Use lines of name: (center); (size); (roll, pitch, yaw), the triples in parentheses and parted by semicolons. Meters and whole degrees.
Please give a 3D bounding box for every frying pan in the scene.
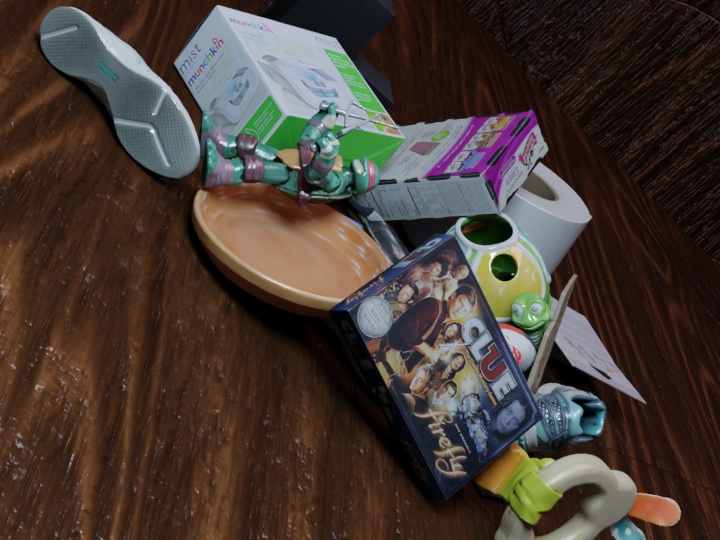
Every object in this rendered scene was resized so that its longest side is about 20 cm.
frying pan: (0.029, -0.036, 1.760); (0.115, 0.031, 0.190); (53, 7, -48)

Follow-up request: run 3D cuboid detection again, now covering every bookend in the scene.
bookend: (-0.017, -0.279, 1.913); (0.199, 0.200, 0.092); (40, 19, -21)

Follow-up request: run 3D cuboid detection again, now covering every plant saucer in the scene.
plant saucer: (-0.067, -0.017, 1.420); (0.200, 0.038, 0.200); (21, 26, -11)

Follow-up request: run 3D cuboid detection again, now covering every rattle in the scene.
rattle: (0.196, 0.210, 1.488); (0.200, 0.131, 0.143); (-4, 19, -36)

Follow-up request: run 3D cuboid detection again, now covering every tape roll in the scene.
tape roll: (0.171, -0.067, 1.936); (0.202, 0.139, 0.203); (29, 21, -12)

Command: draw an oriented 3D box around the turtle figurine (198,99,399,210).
turtle figurine: (-0.052, -0.109, 1.449); (0.199, 0.101, 0.150); (2, 13, -12)

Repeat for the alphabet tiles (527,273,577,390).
alphabet tiles: (0.205, 0.097, 1.705); (0.008, 0.168, 0.200); (20, 13, 9)

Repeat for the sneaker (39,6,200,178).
sneaker: (-0.214, -0.171, 1.438); (0.200, 0.070, 0.080); (49, 15, 7)

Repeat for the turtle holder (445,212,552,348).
turtle holder: (0.146, 0.018, 1.723); (0.186, 0.141, 0.132); (-78, 165, -55)

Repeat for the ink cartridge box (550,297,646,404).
ink cartridge box: (0.278, 0.104, 2.042); (0.200, 0.045, 0.176); (28, 25, -46)

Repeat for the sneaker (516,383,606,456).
sneaker: (0.219, 0.159, 1.589); (0.200, 0.086, 0.078); (-2, 88, -68)

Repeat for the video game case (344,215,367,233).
video game case: (0.000, 0.000, 1.641); (0.143, 0.018, 0.200); (26, 24, -49)

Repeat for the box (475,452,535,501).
box: (0.120, 0.155, 1.588); (0.121, 0.032, 0.200); (24, 28, -52)

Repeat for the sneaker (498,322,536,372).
sneaker: (0.127, 0.103, 1.558); (0.201, 0.067, 0.108); (23, 30, -45)

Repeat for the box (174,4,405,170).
box: (-0.080, -0.187, 1.700); (0.200, 0.097, 0.177); (7, 44, -48)

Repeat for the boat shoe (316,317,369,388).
boat shoe: (-0.002, 0.037, 1.492); (0.201, 0.066, 0.072); (54, 21, 20)

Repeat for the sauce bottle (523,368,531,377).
sauce bottle: (0.176, 0.094, 1.798); (0.065, 0.065, 0.200); (46, 19, -6)

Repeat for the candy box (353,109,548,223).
candy box: (0.100, -0.120, 1.783); (0.136, 0.200, 0.061); (-50, 126, -39)

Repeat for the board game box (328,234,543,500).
board game box: (0.072, 0.086, 1.379); (0.035, 0.135, 0.200); (-3, -61, 57)
